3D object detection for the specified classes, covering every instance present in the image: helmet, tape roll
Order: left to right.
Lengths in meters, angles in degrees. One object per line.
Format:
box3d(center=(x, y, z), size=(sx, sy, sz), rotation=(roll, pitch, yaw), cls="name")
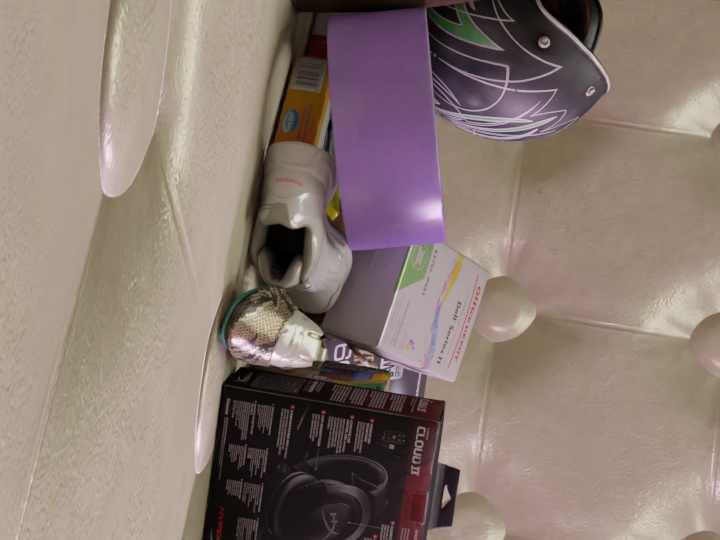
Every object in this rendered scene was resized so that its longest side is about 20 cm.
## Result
box3d(center=(0.023, -0.119, 1.449), size=(0.200, 0.085, 0.201), rotation=(-6, 90, -87), cls="tape roll")
box3d(center=(0.135, -0.214, 1.579), size=(0.200, 0.200, 0.191), rotation=(89, 10, -69), cls="helmet")

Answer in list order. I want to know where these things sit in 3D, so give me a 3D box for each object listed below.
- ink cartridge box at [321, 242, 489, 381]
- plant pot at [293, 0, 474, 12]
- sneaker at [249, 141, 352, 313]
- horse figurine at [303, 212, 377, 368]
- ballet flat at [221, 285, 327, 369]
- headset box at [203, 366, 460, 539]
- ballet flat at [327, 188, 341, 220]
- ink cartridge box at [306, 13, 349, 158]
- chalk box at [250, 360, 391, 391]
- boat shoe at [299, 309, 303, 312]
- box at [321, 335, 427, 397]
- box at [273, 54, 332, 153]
box3d(center=(0.054, 0.032, 1.597), size=(0.200, 0.067, 0.117), rotation=(27, 79, -58), cls="ink cartridge box")
box3d(center=(0.057, -0.299, 1.455), size=(0.187, 0.199, 0.187), rotation=(9, 90, -87), cls="plant pot")
box3d(center=(-0.059, -0.015, 1.441), size=(0.200, 0.078, 0.100), rotation=(79, 25, -52), cls="sneaker")
box3d(center=(0.000, 0.000, 1.641), size=(0.133, 0.050, 0.200), rotation=(41, 53, -37), cls="horse figurine")
box3d(center=(-0.062, 0.054, 1.397), size=(0.068, 0.075, 0.200), rotation=(-62, 175, -4), cls="ballet flat")
box3d(center=(-0.019, 0.173, 1.412), size=(0.077, 0.199, 0.149), rotation=(-58, 156, -79), cls="headset box")
box3d(center=(-0.029, -0.028, 1.740), size=(0.200, 0.067, 0.067), rotation=(84, 20, -46), cls="ballet flat")
box3d(center=(0.001, -0.221, 1.667), size=(0.145, 0.083, 0.200), rotation=(91, 10, -58), cls="ink cartridge box")
box3d(center=(-0.042, 0.147, 1.573), size=(0.200, 0.123, 0.125), rotation=(-38, 137, -83), cls="chalk box")
box3d(center=(-0.047, 0.122, 1.779), size=(0.063, 0.073, 0.202), rotation=(-130, -141, -55), cls="boat shoe")
box3d(center=(-0.015, 0.136, 1.732), size=(0.050, 0.157, 0.200), rotation=(45, -46, 51), cls="box")
box3d(center=(-0.053, -0.082, 1.537), size=(0.200, 0.041, 0.119), rotation=(98, 3, -53), cls="box")
